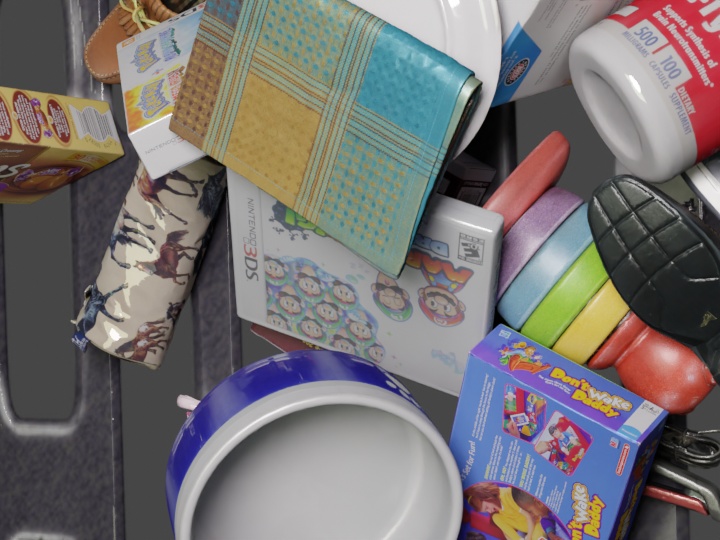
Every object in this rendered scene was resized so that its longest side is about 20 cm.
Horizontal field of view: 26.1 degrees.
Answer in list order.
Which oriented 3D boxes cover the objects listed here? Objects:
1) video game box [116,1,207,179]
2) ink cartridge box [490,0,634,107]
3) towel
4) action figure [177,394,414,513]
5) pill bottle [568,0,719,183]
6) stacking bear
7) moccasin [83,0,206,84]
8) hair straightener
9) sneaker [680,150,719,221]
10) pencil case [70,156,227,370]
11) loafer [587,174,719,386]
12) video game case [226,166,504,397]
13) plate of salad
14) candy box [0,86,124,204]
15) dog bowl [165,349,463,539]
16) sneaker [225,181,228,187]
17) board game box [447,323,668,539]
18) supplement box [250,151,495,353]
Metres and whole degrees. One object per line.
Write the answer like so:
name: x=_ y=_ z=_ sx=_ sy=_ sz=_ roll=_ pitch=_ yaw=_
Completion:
video game box: x=-0.089 y=-0.159 z=1.150 sx=0.182 sy=0.200 sz=0.047 roll=-27 pitch=118 yaw=2
ink cartridge box: x=0.116 y=-0.219 z=1.043 sx=0.145 sy=0.200 sz=0.147 roll=47 pitch=129 yaw=20
towel: x=-0.028 y=-0.105 z=0.989 sx=0.200 sy=0.022 sz=0.147 roll=33 pitch=119 yaw=21
action figure: x=-0.046 y=0.123 z=1.194 sx=0.200 sy=0.134 sz=0.149 roll=-50 pitch=42 yaw=44
pill bottle: x=0.246 y=-0.152 z=1.010 sx=0.200 sy=0.112 sz=0.112 roll=-32 pitch=75 yaw=-6
stacking bear: x=0.169 y=0.020 z=1.090 sx=0.200 sy=0.114 sz=0.121 roll=40 pitch=142 yaw=9
moccasin: x=-0.152 y=-0.220 z=1.267 sx=0.201 sy=0.078 sz=0.074 roll=-27 pitch=79 yaw=25
hair straightener: x=0.205 y=0.126 z=1.110 sx=0.200 sy=0.041 sz=0.077 roll=17 pitch=99 yaw=26
sneaker: x=0.304 y=-0.069 z=1.040 sx=0.146 sy=0.077 sz=0.202 roll=-42 pitch=65 yaw=13
pencil case: x=-0.174 y=-0.022 z=1.283 sx=0.089 sy=0.078 sz=0.200 roll=23 pitch=102 yaw=10
loafer: x=0.226 y=0.012 z=1.026 sx=0.073 sy=0.072 sz=0.200 roll=-38 pitch=97 yaw=28
video game case: x=0.000 y=0.000 z=1.096 sx=0.200 sy=0.024 sz=0.182 roll=19 pitch=140 yaw=16
plate of salad: x=0.004 y=-0.151 z=0.995 sx=0.200 sy=0.048 sz=0.200 roll=10 pitch=109 yaw=29
candy box: x=-0.303 y=-0.102 z=1.279 sx=0.117 sy=0.200 sz=0.056 roll=-24 pitch=81 yaw=25
dog bowl: x=-0.034 y=0.159 z=1.086 sx=0.200 sy=0.200 sz=0.079 roll=-63 pitch=24 yaw=14
sneaker: x=-0.077 y=-0.086 z=1.194 sx=0.200 sy=0.074 sz=0.087 roll=21 pitch=87 yaw=55
board game box: x=0.127 y=0.153 z=1.102 sx=0.134 sy=0.045 sz=0.200 roll=29 pitch=131 yaw=23
supplement box: x=0.008 y=-0.015 z=1.198 sx=0.109 sy=0.061 sz=0.200 roll=32 pitch=105 yaw=22
